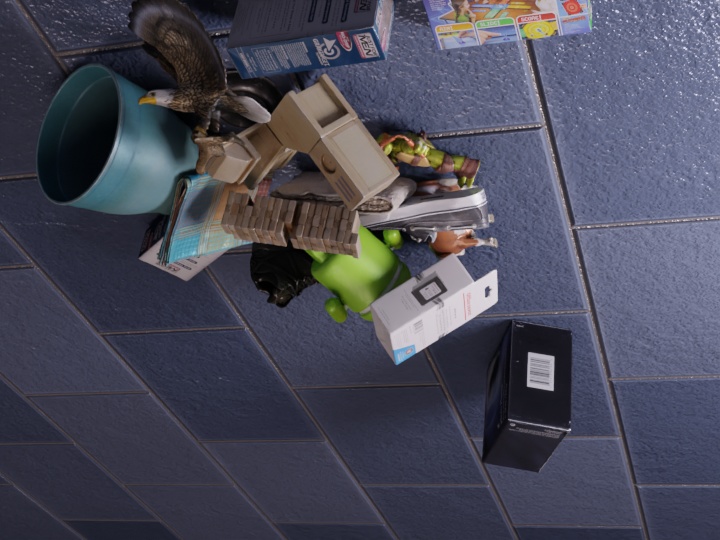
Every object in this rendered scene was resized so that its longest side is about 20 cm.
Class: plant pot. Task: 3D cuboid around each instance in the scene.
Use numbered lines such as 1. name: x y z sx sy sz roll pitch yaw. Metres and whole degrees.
1. plant pot: -0.329 -0.168 1.652 0.198 0.203 0.187 -21 154 38

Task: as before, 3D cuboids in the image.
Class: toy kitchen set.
1. toy kitchen set: -0.095 -0.126 1.604 0.181 0.163 0.200 52 142 4

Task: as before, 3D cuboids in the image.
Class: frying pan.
1. frying pan: -0.202 -0.249 1.641 0.187 0.031 0.115 13 146 -12

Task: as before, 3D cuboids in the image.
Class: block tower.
1. block tower: -0.094 -0.066 1.643 0.197 0.059 0.054 10 162 10

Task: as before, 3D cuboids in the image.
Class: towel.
1. towel: -0.025 -0.117 1.703 0.197 0.133 0.035 4 110 18
2. towel: -0.210 -0.088 1.721 0.022 0.199 0.148 34 119 27

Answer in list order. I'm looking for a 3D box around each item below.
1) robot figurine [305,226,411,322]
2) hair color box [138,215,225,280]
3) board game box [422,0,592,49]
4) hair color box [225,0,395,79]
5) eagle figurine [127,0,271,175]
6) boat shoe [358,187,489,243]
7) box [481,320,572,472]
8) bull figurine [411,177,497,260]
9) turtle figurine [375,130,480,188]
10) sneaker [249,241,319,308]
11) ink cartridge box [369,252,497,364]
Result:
1. robot figurine: 0.000 0.000 1.869 0.200 0.176 0.116 41 174 -15
2. hair color box: -0.274 -0.062 1.899 0.099 0.061 0.199 27 143 -27
3. board game box: 0.175 -0.338 1.401 0.197 0.035 0.136 -3 145 17
4. hair color box: -0.061 -0.306 1.447 0.197 0.101 0.061 -4 145 20
5. eagle figurine: -0.220 -0.246 1.488 0.151 0.203 0.150 -26 162 38
6. boat shoe: 0.093 -0.073 1.702 0.197 0.072 0.069 -9 104 17
7. box: 0.301 0.233 2.102 0.121 0.202 0.199 9 148 -3
8. bull figurine: 0.141 -0.073 1.796 0.120 0.066 0.200 -11 144 25
9. turtle figurine: 0.084 -0.166 1.666 0.159 0.065 0.200 17 167 -12
10. sneaker: -0.091 0.014 1.941 0.196 0.116 0.077 8 150 -2
11. ink cartridge box: 0.118 0.052 1.827 0.198 0.067 0.116 -31 152 -10
